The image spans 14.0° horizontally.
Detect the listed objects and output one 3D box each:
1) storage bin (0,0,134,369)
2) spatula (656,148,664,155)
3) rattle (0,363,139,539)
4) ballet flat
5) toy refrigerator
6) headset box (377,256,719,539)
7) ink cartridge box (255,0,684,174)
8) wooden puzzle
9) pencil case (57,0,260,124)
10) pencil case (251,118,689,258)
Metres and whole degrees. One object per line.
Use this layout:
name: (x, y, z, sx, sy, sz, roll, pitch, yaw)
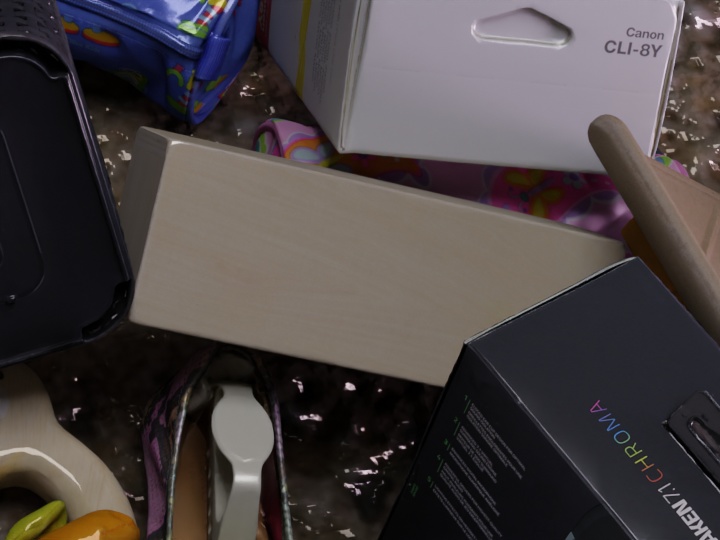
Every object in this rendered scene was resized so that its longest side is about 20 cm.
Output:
storage bin: (-0.200, -0.027, 1.147, 0.199, 0.136, 0.094, -16, 29, -2)
spatula: (0.178, 0.008, 1.349, 0.056, 0.021, 0.200, -14, 55, -40)
rattle: (-0.154, 0.059, 1.143, 0.130, 0.143, 0.201, -10, 61, -1)
ballet flat: (-0.052, 0.112, 1.170, 0.069, 0.071, 0.201, 4, 52, -16)
toy refrigerator: (0.000, 0.000, 1.210, 0.199, 0.070, 0.076, 12, 94, -18)
headset box: (0.101, 0.120, 1.124, 0.093, 0.200, 0.174, -25, 62, -31)
ink cartridge box: (0.041, -0.113, 1.306, 0.144, 0.084, 0.200, 3, 19, -15)
wooden puzzle: (0.177, 0.037, 1.219, 0.200, 0.037, 0.185, 29, 27, -49)
pencil case: (-0.144, -0.134, 1.329, 0.199, 0.078, 0.087, 21, 21, 1)
pencil case: (0.047, -0.019, 1.297, 0.199, 0.088, 0.088, 4, 52, -15)
